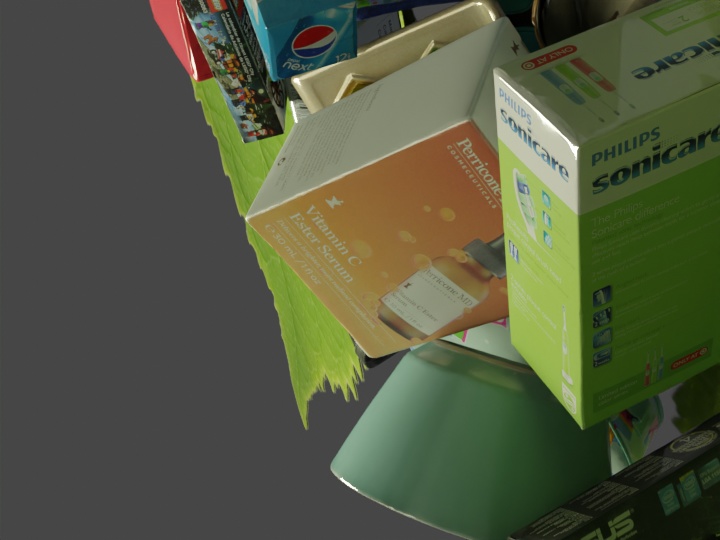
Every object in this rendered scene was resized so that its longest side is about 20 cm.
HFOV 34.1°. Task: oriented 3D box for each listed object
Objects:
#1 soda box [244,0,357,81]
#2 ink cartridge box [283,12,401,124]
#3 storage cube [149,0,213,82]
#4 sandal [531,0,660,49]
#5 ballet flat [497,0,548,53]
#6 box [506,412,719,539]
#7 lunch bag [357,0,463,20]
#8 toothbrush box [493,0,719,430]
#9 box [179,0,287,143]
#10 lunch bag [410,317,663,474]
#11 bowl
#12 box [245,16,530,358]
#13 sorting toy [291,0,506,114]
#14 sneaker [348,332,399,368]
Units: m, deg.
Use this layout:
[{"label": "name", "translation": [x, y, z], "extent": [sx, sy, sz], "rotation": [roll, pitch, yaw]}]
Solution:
[{"label": "soda box", "translation": [-0.063, -0.241, 0.844], "extent": [0.064, 0.067, 0.203], "rotation": [88, 163, -64]}, {"label": "ink cartridge box", "translation": [0.015, -0.136, 1.057], "extent": [0.043, 0.200, 0.199], "rotation": [8, 128, 32]}, {"label": "storage cube", "translation": [-0.149, -0.351, 1.306], "extent": [0.201, 0.168, 0.182], "rotation": [-126, 21, -46]}, {"label": "sandal", "translation": [0.139, -0.157, 0.723], "extent": [0.200, 0.054, 0.083], "rotation": [112, 135, -72]}, {"label": "ballet flat", "translation": [0.102, -0.189, 0.830], "extent": [0.076, 0.066, 0.202], "rotation": [-95, 3, -46]}, {"label": "box", "translation": [0.201, 0.192, 0.711], "extent": [0.049, 0.198, 0.164], "rotation": [-7, 105, 67]}, {"label": "lunch bag", "translation": [0.014, -0.316, 0.847], "extent": [0.171, 0.125, 0.203], "rotation": [86, 175, -57]}, {"label": "toothbrush box", "translation": [0.159, -0.033, 0.647], "extent": [0.086, 0.144, 0.202], "rotation": [53, 160, 45]}, {"label": "box", "translation": [-0.095, -0.223, 0.966], "extent": [0.202, 0.037, 0.138], "rotation": [-89, -16, -46]}, {"label": "lunch bag", "translation": [0.136, 0.075, 0.898], "extent": [0.159, 0.077, 0.201], "rotation": [-13, 119, 45]}, {"label": "bowl", "translation": [0.089, 0.113, 0.789], "extent": [0.200, 0.198, 0.107], "rotation": [-165, 93, -73]}, {"label": "box", "translation": [0.050, -0.048, 0.795], "extent": [0.198, 0.107, 0.153], "rotation": [-21, 123, 39]}, {"label": "sorting toy", "translation": [0.059, -0.089, 0.861], "extent": [0.198, 0.037, 0.186], "rotation": [-12, 121, 40]}, {"label": "sneaker", "translation": [-0.003, 0.002, 0.995], "extent": [0.105, 0.059, 0.201], "rotation": [54, 167, 22]}]
